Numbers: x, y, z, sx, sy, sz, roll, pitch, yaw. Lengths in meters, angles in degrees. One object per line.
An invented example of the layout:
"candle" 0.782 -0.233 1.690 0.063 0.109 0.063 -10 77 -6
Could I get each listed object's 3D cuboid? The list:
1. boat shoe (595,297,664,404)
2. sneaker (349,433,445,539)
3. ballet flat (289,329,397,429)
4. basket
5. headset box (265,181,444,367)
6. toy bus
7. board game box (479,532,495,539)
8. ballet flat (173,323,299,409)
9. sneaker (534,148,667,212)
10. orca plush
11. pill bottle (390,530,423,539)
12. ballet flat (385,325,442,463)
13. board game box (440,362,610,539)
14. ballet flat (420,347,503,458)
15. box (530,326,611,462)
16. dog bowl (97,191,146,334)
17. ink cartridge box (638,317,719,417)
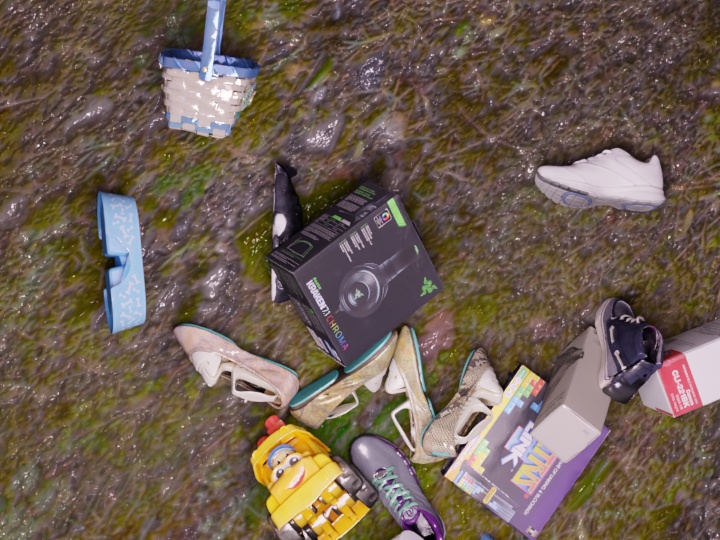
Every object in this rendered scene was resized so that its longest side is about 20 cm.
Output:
"boat shoe" 0.386 0.092 1.680 0.074 0.201 0.093 28 128 -15
"sneaker" 0.060 0.320 1.713 0.074 0.088 0.200 -39 92 -3
"ballet flat" -0.012 0.160 1.708 0.200 0.071 0.071 -37 92 14
"basket" -0.208 -0.297 1.663 0.138 0.176 0.201 4 108 -3
"headset box" 0.000 0.000 1.662 0.200 0.093 0.175 -37 120 -16
"toy bus" -0.086 0.279 1.656 0.136 0.200 0.192 -39 65 -2
"board game box" 0.160 0.457 1.662 0.037 0.200 0.152 35 88 -4
"ballet flat" -0.184 0.141 1.703 0.199 0.068 0.068 23 54 -3
"sneaker" 0.352 -0.137 1.754 0.199 0.075 0.088 6 77 -10
"orca plush" -0.090 -0.054 1.705 0.071 0.105 0.201 1 66 -2
"pill bottle" 0.014 0.453 1.667 0.200 0.112 0.112 -41 92 20
"ballet flat" 0.071 0.183 1.719 0.070 0.071 0.201 -16 93 -4
"board game box" 0.240 0.264 1.742 0.165 0.057 0.201 35 88 -2
"ballet flat" 0.158 0.192 1.688 0.075 0.068 0.200 10 45 31
"box" 0.307 0.171 1.675 0.068 0.200 0.082 38 126 -2
"dog bowl" -0.337 -0.013 1.684 0.049 0.111 0.202 -4 89 -18
"ink cartridge box" 0.505 0.129 1.716 0.199 0.144 0.084 -22 92 -3
